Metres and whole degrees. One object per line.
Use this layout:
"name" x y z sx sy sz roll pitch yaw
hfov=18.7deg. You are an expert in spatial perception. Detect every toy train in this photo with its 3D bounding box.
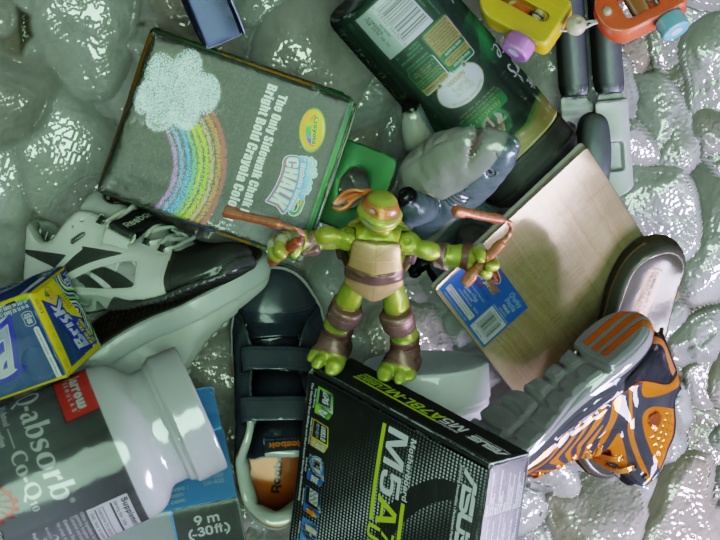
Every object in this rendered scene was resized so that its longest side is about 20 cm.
"toy train" 0.147 -0.225 1.595 0.150 0.056 0.200 -31 70 -4

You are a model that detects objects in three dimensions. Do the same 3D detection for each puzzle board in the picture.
"puzzle board" 0.147 0.013 1.627 0.151 0.017 0.200 -42 135 -3

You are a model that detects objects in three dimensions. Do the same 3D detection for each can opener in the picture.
"can opener" 0.177 -0.147 1.638 0.052 0.066 0.201 -5 94 -7

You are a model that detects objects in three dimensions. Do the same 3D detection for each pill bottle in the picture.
"pill bottle" -0.203 0.136 1.531 0.199 0.116 0.116 -24 101 -6
"pill bottle" 0.051 0.167 1.645 0.114 0.114 0.201 -3 100 -6

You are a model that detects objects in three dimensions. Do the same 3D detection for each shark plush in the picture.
"shark plush" 0.067 -0.033 1.582 0.083 0.091 0.201 3 135 0

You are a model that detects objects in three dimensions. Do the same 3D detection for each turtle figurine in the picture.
"turtle figurine" 0.000 0.000 1.522 0.199 0.065 0.162 1 130 -7

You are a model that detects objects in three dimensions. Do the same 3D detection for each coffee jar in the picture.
"coffee jar" 0.071 -0.137 1.604 0.085 0.104 0.200 -42 102 0

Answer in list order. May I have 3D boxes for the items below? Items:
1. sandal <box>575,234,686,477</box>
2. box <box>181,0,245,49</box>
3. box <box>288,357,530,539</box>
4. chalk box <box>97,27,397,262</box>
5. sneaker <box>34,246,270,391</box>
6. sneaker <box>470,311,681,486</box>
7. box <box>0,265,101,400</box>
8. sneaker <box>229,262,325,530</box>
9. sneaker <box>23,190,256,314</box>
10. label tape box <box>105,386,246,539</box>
"sandal" 0.210 0.072 1.655 0.081 0.055 0.201 3 113 -37
"box" -0.120 -0.219 1.518 0.032 0.200 0.122 -23 101 -3
"box" 0.028 0.188 1.554 0.047 0.193 0.201 -9 115 -39
"chalk box" -0.077 -0.086 1.581 0.199 0.124 0.125 20 95 -8
"sneaker" -0.144 0.057 1.634 0.199 0.073 0.085 -31 116 4
"sneaker" 0.156 0.130 1.582 0.200 0.078 0.112 -36 119 -5
"box" -0.292 0.065 1.573 0.199 0.064 0.070 -20 102 22
"sneaker" -0.058 0.097 1.639 0.078 0.079 0.201 -3 98 -6
"sneaker" -0.168 -0.016 1.574 0.199 0.074 0.089 -7 93 29
"label tape box" -0.158 0.197 1.624 0.143 0.066 0.201 -11 119 -4
